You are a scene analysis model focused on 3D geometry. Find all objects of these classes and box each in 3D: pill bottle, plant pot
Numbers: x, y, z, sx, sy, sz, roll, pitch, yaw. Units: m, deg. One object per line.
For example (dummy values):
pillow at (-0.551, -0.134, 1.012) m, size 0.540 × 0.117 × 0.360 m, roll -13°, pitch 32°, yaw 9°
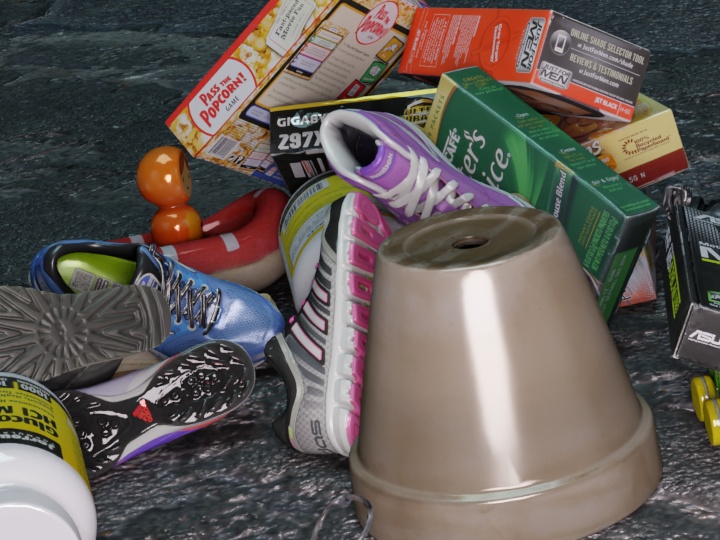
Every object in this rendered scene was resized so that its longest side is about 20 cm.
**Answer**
pill bottle at (-0.224, 0.146, 1.339) m, size 0.112 × 0.113 × 0.200 m, roll -13°, pitch 19°, yaw -9°
plant pot at (0.082, 0.059, 1.343) m, size 0.200 × 0.174 × 0.200 m, roll -8°, pitch 19°, yaw 3°
pill bottle at (0.000, 0.000, 1.641) m, size 0.114 × 0.114 × 0.200 m, roll -11°, pitch 20°, yaw -3°

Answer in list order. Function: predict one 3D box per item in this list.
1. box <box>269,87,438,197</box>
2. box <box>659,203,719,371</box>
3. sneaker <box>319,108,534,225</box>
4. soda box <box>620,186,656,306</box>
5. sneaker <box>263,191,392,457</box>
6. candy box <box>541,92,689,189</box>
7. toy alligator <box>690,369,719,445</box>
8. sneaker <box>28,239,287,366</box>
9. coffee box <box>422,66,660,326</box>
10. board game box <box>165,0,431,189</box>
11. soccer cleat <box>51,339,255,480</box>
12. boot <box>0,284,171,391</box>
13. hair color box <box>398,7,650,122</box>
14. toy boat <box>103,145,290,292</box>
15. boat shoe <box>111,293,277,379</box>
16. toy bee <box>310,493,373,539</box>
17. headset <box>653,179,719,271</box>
box at (0.023, -0.081, 1.779) m, size 0.159 × 0.049 × 0.200 m, roll -5°, pitch -24°, yaw 10°
box at (0.299, 0.031, 1.397) m, size 0.200 × 0.048 × 0.193 m, roll 16°, pitch 23°, yaw 0°
sneaker at (0.050, -0.048, 1.533) m, size 0.200 × 0.073 × 0.114 m, roll 36°, pitch 9°, yaw 22°
soda box at (0.198, -0.035, 1.703) m, size 0.063 × 0.068 × 0.200 m, roll -13°, pitch 18°, yaw 12°
sneaker at (-0.024, 0.040, 1.486) m, size 0.087 × 0.200 × 0.074 m, roll -12°, pitch -26°, yaw 31°
candy box at (0.174, -0.105, 1.728) m, size 0.115 × 0.055 × 0.200 m, roll -21°, pitch 17°, yaw -6°
toy alligator at (0.251, 0.085, 1.362) m, size 0.059 × 0.054 × 0.200 m, roll -10°, pitch 19°, yaw 0°
sneaker at (-0.152, 0.026, 1.605) m, size 0.200 × 0.079 × 0.089 m, roll 15°, pitch -10°, yaw -6°
coffee box at (0.122, -0.050, 1.593) m, size 0.044 × 0.123 × 0.200 m, roll -17°, pitch 48°, yaw -41°
board game box at (-0.045, -0.164, 1.752) m, size 0.046 × 0.200 × 0.151 m, roll 49°, pitch 15°, yaw 25°
soccer cleat at (-0.170, 0.106, 1.524) m, size 0.200 × 0.068 × 0.073 m, roll -22°, pitch -8°, yaw -9°
boot at (-0.238, 0.059, 1.533) m, size 0.182 × 0.073 × 0.200 m, roll 0°, pitch -8°, yaw -25°
hair color box at (0.125, -0.164, 1.685) m, size 0.101 × 0.061 × 0.200 m, roll 18°, pitch -3°, yaw -29°
toy boat at (-0.152, -0.039, 1.782) m, size 0.200 × 0.131 × 0.130 m, roll -13°, pitch 11°, yaw -21°
boat shoe at (-0.162, 0.039, 1.678) m, size 0.200 × 0.069 × 0.074 m, roll -11°, pitch 19°, yaw -2°
toy bee at (-0.051, 0.204, 1.144) m, size 0.200 × 0.109 × 0.131 m, roll -9°, pitch 46°, yaw 44°
headset at (0.291, -0.034, 1.620) m, size 0.123 × 0.094 × 0.200 m, roll 8°, pitch 15°, yaw 43°
